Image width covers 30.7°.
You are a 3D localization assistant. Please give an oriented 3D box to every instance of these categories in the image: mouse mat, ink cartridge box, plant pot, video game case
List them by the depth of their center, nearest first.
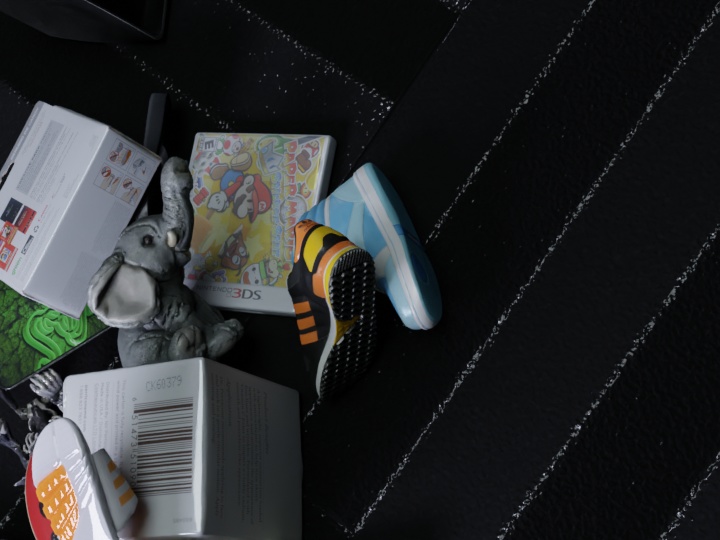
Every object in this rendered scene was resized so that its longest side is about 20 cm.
[{"bbox_3d":[-0.125,-0.054,1.452,0.180,0.023,0.203,4,76,28],"label":"video game case"},{"bbox_3d":[-0.338,-0.073,1.468,0.175,0.084,0.202,24,86,47],"label":"ink cartridge box"},{"bbox_3d":[-0.358,0.036,1.495,0.160,0.008,0.200,-32,44,-4],"label":"mouse mat"},{"bbox_3d":[-0.358,-0.388,1.592,0.176,0.199,0.202,-8,70,38],"label":"plant pot"}]

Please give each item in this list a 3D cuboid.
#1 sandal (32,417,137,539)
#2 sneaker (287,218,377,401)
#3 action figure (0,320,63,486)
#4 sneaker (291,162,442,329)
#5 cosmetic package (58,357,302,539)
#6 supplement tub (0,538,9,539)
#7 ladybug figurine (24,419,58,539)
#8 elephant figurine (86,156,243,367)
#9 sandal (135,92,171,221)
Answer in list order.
[{"bbox_3d":[-0.229,0.228,1.171,0.079,0.059,0.209,-22,88,36],"label":"sandal"},{"bbox_3d":[-0.035,0.036,1.302,0.070,0.202,0.090,-26,51,-30],"label":"sneaker"},{"bbox_3d":[-0.370,0.158,1.467,0.118,0.102,0.201,-37,59,-1],"label":"action figure"},{"bbox_3d":[0.000,0.000,1.341,0.130,0.080,0.201,-31,53,13],"label":"sneaker"},{"bbox_3d":[-0.172,0.191,1.295,0.163,0.200,0.167,-9,71,23],"label":"cosmetic package"},{"bbox_3d":[-0.426,0.348,1.422,0.198,0.122,0.124,3,75,27],"label":"supplement tub"},{"bbox_3d":[-0.285,0.250,1.379,0.135,0.072,0.201,-29,81,-5],"label":"ladybug figurine"},{"bbox_3d":[-0.219,0.011,1.376,0.154,0.141,0.202,-32,98,-27],"label":"elephant figurine"},{"bbox_3d":[-0.227,-0.108,1.497,0.042,0.076,0.203,3,75,0],"label":"sandal"}]
